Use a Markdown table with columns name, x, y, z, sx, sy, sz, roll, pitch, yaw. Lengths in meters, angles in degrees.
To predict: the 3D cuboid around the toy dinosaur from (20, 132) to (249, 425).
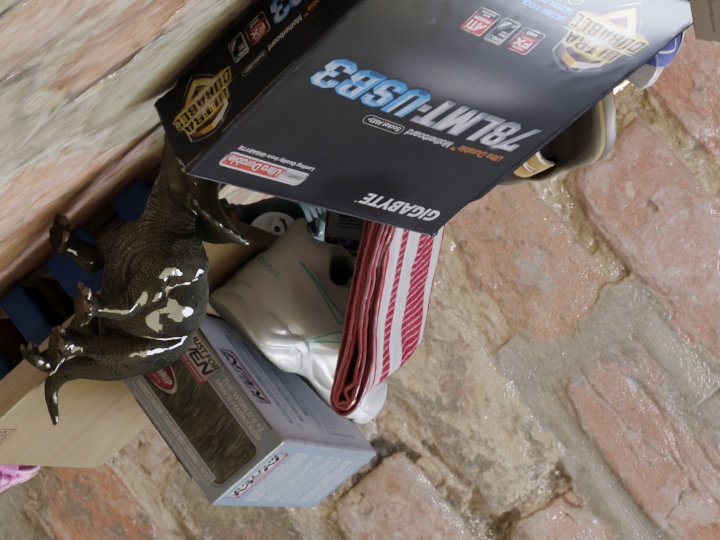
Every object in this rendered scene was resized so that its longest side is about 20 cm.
| name | x | y | z | sx | sy | sz | roll | pitch | yaw |
| --- | --- | --- | --- | --- | --- | --- | --- | --- | --- |
| toy dinosaur | -0.116 | 0.020 | 1.046 | 0.102 | 0.077 | 0.201 | -2 | 127 | -31 |

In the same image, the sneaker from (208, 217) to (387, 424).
| name | x | y | z | sx | sy | sz | roll | pitch | yaw |
| --- | --- | --- | --- | --- | --- | --- | --- | --- | --- |
| sneaker | -0.016 | 0.034 | 1.218 | 0.080 | 0.070 | 0.200 | -49 | 152 | -3 |

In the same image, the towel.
| name | x | y | z | sx | sy | sz | roll | pitch | yaw |
| --- | --- | --- | --- | --- | --- | --- | --- | --- | --- |
| towel | 0.026 | -0.003 | 1.190 | 0.200 | 0.023 | 0.145 | -32 | 135 | -74 |

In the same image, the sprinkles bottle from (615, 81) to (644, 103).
| name | x | y | z | sx | sy | sz | roll | pitch | yaw |
| --- | --- | --- | --- | --- | --- | --- | --- | --- | --- |
| sprinkles bottle | 0.100 | -0.107 | 1.391 | 0.199 | 0.069 | 0.068 | -31 | 178 | -10 |

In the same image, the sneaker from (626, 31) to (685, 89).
| name | x | y | z | sx | sy | sz | roll | pitch | yaw |
| --- | --- | --- | --- | --- | --- | --- | --- | --- | --- |
| sneaker | 0.198 | -0.205 | 1.283 | 0.115 | 0.080 | 0.200 | -57 | 177 | 34 |

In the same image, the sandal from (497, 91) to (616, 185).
| name | x | y | z | sx | sy | sz | roll | pitch | yaw |
| --- | --- | --- | --- | --- | --- | --- | --- | --- | --- |
| sandal | 0.091 | -0.087 | 1.133 | 0.054 | 0.081 | 0.200 | -16 | 175 | -21 |

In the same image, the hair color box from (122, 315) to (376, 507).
| name | x | y | z | sx | sy | sz | roll | pitch | yaw |
| --- | --- | --- | --- | --- | --- | --- | --- | --- | --- |
| hair color box | -0.065 | 0.090 | 1.242 | 0.061 | 0.099 | 0.200 | -40 | 164 | 7 |

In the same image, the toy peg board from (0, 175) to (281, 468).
| name | x | y | z | sx | sy | sz | roll | pitch | yaw |
| --- | --- | --- | --- | --- | --- | --- | --- | --- | --- |
| toy peg board | -0.153 | 0.017 | 1.204 | 0.200 | 0.098 | 0.199 | -42 | 164 | 9 |

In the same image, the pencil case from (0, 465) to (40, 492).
| name | x | y | z | sx | sy | sz | roll | pitch | yaw |
| --- | --- | --- | --- | --- | --- | --- | --- | --- | --- |
| pencil case | -0.319 | 0.168 | 1.429 | 0.200 | 0.083 | 0.086 | -40 | 168 | 17 |

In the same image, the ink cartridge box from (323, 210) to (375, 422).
| name | x | y | z | sx | sy | sz | roll | pitch | yaw |
| --- | --- | --- | --- | --- | --- | --- | --- | --- | --- |
| ink cartridge box | 0.000 | 0.000 | 1.324 | 0.201 | 0.050 | 0.110 | 97 | 1 | -53 |

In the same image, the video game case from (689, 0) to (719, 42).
| name | x | y | z | sx | sy | sz | roll | pitch | yaw |
| --- | --- | --- | --- | --- | --- | --- | --- | --- | --- |
| video game case | 0.210 | -0.235 | 0.970 | 0.036 | 0.182 | 0.200 | 10 | -142 | 40 |

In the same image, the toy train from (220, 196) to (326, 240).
| name | x | y | z | sx | sy | sz | roll | pitch | yaw |
| --- | --- | --- | --- | --- | --- | --- | --- | --- | --- |
| toy train | -0.074 | -0.022 | 1.497 | 0.113 | 0.086 | 0.200 | -17 | -178 | 8 |

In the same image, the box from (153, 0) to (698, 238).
| name | x | y | z | sx | sy | sz | roll | pitch | yaw |
| --- | --- | --- | --- | --- | --- | --- | --- | --- | --- |
| box | 0.037 | -0.103 | 0.954 | 0.198 | 0.050 | 0.199 | -41 | 148 | 25 |
